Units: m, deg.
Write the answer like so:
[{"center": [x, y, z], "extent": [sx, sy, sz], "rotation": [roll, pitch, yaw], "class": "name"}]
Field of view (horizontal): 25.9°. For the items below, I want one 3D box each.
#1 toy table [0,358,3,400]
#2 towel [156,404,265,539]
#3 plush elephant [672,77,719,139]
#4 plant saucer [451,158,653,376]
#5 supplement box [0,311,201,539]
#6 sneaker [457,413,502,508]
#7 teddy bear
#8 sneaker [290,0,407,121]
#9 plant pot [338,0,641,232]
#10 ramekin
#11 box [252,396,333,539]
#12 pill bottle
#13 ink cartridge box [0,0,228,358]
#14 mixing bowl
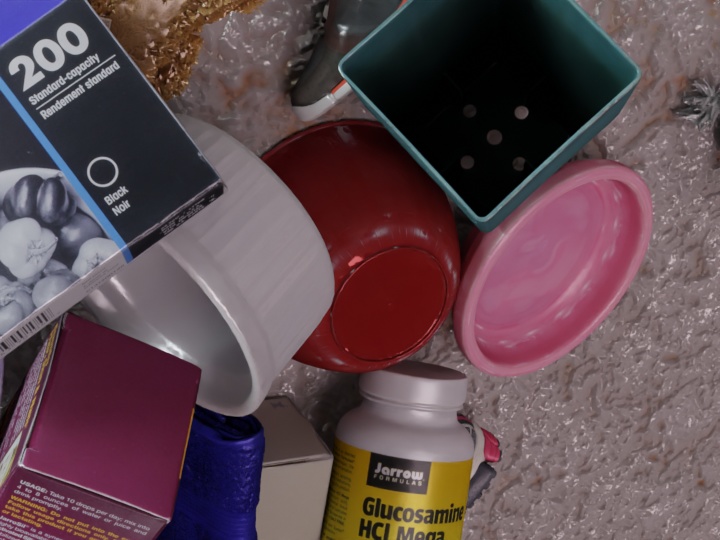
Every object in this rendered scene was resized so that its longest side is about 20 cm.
[{"center": [-0.317, 0.095, 1.009], "extent": [0.117, 0.183, 0.201], "rotation": [20, 67, -43], "class": "toy table"}, {"center": [-0.133, 0.168, 1.165], "extent": [0.049, 0.147, 0.201], "rotation": [-21, 129, -36], "class": "towel"}, {"center": [0.377, -0.105, 1.279], "extent": [0.199, 0.155, 0.165], "rotation": [0, 118, -30], "class": "plush elephant"}, {"center": [0.147, -0.008, 1.256], "extent": [0.200, 0.051, 0.201], "rotation": [-26, 138, -26], "class": "plant saucer"}, {"center": [-0.196, 0.147, 1.031], "extent": [0.103, 0.131, 0.200], "rotation": [24, 133, -15], "class": "supplement box"}, {"center": [0.033, 0.206, 1.333], "extent": [0.075, 0.081, 0.200], "rotation": [33, 92, -24], "class": "sneaker"}, {"center": [-0.155, -0.165, 1.015], "extent": [0.145, 0.067, 0.200], "rotation": [32, 106, -29], "class": "teddy bear"}, {"center": [0.004, -0.195, 1.087], "extent": [0.082, 0.077, 0.200], "rotation": [39, 108, -3], "class": "sneaker"}, {"center": [0.093, -0.113, 1.088], "extent": [0.141, 0.141, 0.200], "rotation": [-42, 170, 0], "class": "plant pot"}, {"center": [-0.111, -0.009, 1.039], "extent": [0.098, 0.200, 0.201], "rotation": [-46, 133, -25], "class": "ramekin"}, {"center": [-0.086, 0.211, 1.254], "extent": [0.077, 0.095, 0.201], "rotation": [-5, 119, -26], "class": "box"}, {"center": [0.029, 0.175, 1.238], "extent": [0.112, 0.112, 0.201], "rotation": [5, 96, -31], "class": "pill bottle"}, {"center": [-0.214, -0.069, 0.915], "extent": [0.198, 0.200, 0.043], "rotation": [-37, 172, -10], "class": "ink cartridge box"}, {"center": [0.000, 0.000, 1.165], "extent": [0.199, 0.108, 0.201], "rotation": [-14, 124, -22], "class": "mixing bowl"}]
